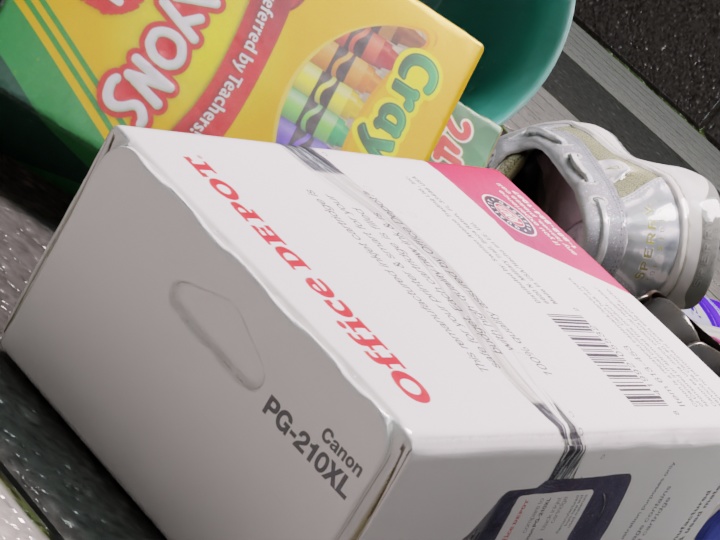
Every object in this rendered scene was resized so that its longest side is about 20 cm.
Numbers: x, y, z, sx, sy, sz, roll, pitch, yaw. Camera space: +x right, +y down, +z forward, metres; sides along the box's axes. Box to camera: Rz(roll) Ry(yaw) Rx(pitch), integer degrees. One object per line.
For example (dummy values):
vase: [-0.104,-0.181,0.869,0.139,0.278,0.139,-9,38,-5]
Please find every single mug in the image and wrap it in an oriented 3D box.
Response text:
mug: [0.006,-0.155,1.275,0.186,0.151,0.114,69,-10,-23]

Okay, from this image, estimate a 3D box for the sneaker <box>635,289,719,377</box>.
sneaker: [0.067,0.044,1.036,0.075,0.106,0.200,46,13,34]

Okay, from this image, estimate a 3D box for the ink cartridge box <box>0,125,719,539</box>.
ink cartridge box: [0.010,0.035,0.851,0.145,0.085,0.200,45,24,29]

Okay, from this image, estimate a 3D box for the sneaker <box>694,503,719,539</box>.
sneaker: [0.161,0.115,1.039,0.080,0.115,0.199,36,11,-8]

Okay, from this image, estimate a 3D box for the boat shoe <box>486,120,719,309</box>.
boat shoe: [0.079,-0.025,1.160,0.064,0.075,0.202,7,8,-24]

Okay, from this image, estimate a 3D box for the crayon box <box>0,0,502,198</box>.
crayon box: [-0.041,-0.064,1.024,0.199,0.127,0.051,32,-25,-13]

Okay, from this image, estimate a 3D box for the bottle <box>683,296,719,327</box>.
bottle: [0.158,0.033,1.494,0.200,0.065,0.084,26,15,-49]

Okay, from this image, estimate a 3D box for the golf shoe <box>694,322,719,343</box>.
golf shoe: [0.135,0.054,1.210,0.091,0.076,0.200,11,8,-43]
